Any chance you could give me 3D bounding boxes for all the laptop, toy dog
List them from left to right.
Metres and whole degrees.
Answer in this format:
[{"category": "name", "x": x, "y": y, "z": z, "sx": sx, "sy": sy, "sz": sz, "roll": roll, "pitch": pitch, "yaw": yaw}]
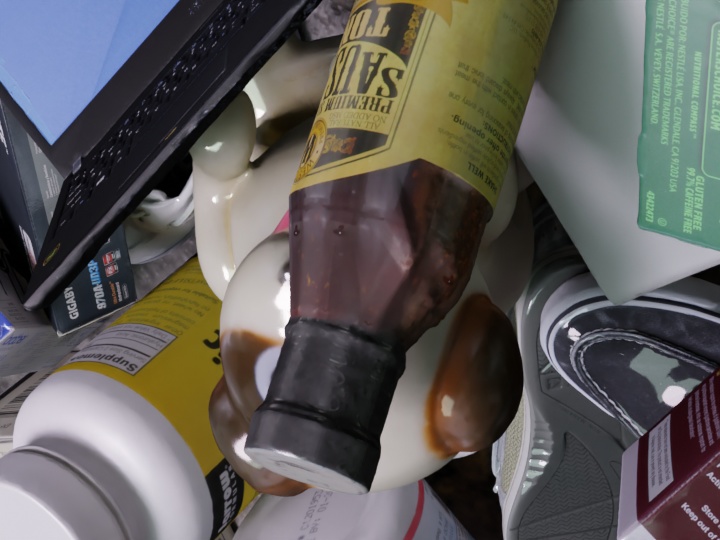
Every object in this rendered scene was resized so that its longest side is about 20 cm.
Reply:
[{"category": "laptop", "x": -0.085, "y": -0.112, "z": 0.628, "sx": 0.103, "sy": 0.200, "sz": 0.177, "roll": 39, "pitch": 105, "yaw": -16}, {"category": "toy dog", "x": 0.000, "y": 0.000, "z": 0.673, "sx": 0.138, "sy": 0.200, "sz": 0.195, "roll": -5, "pitch": 118, "yaw": 11}]

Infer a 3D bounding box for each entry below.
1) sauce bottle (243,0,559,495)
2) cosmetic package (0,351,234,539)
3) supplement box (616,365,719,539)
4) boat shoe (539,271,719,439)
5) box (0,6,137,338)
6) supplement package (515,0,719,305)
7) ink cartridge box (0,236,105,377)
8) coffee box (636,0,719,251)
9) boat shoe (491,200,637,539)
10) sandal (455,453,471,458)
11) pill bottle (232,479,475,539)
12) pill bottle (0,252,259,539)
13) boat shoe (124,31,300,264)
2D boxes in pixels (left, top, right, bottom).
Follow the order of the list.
[{"category": "sauce bottle", "x": 0.014, "y": -0.032, "z": 0.557, "sx": 0.065, "sy": 0.202, "sz": 0.066, "roll": 16, "pitch": 163, "yaw": 5}, {"category": "cosmetic package", "x": -0.141, "y": 0.155, "z": 1.027, "sx": 0.087, "sy": 0.103, "sz": 0.201, "roll": -8, "pitch": 113, "yaw": 43}, {"category": "supplement box", "x": 0.180, "y": 0.033, "z": 0.620, "sx": 0.061, "sy": 0.109, "sz": 0.200, "roll": 45, "pitch": 104, "yaw": -1}, {"category": "boat shoe", "x": 0.160, "y": 0.070, "z": 0.718, "sx": 0.199, "sy": 0.068, "sz": 0.072, "roll": 31, "pitch": 126, "yaw": -5}, {"category": "box", "x": -0.168, "y": -0.091, "z": 0.839, "sx": 0.159, "sy": 0.046, "sz": 0.201, "roll": 53, "pitch": 158, "yaw": 35}, {"category": "supplement package", "x": 0.152, "y": -0.090, "z": 0.611, "sx": 0.199, "sy": 0.117, "sz": 0.117, "roll": -23, "pitch": 105, "yaw": 44}, {"category": "ink cartridge box", "x": -0.193, "y": 0.005, "z": 0.908, "sx": 0.044, "sy": 0.200, "sz": 0.094, "roll": -41, "pitch": 88, "yaw": 2}, {"category": "coffee box", "x": 0.177, "y": -0.046, "z": 0.508, "sx": 0.199, "sy": 0.044, "sz": 0.124, "roll": 16, "pitch": 129, "yaw": 27}, {"category": "boat shoe", "x": 0.094, "y": 0.066, "z": 0.812, "sx": 0.074, "sy": 0.065, "sz": 0.203, "roll": -9, "pitch": 125, "yaw": -2}, {"category": "sandal", "x": 0.026, "y": -0.004, "z": 0.816, "sx": 0.082, "sy": 0.050, "sz": 0.204, "roll": 2, "pitch": 123, "yaw": 5}, {"category": "pill bottle", "x": 0.030, "y": 0.186, "z": 0.892, "sx": 0.108, "sy": 0.109, "sz": 0.200, "roll": -12, "pitch": 127, "yaw": 42}, {"category": "pill bottle", "x": -0.096, "y": 0.078, "z": 0.864, "sx": 0.111, "sy": 0.200, "sz": 0.112, "roll": 20, "pitch": 131, "yaw": 25}, {"category": "boat shoe", "x": -0.101, "y": -0.059, "z": 0.868, "sx": 0.074, "sy": 0.067, "sz": 0.200, "roll": 43, "pitch": 136, "yaw": 5}]
